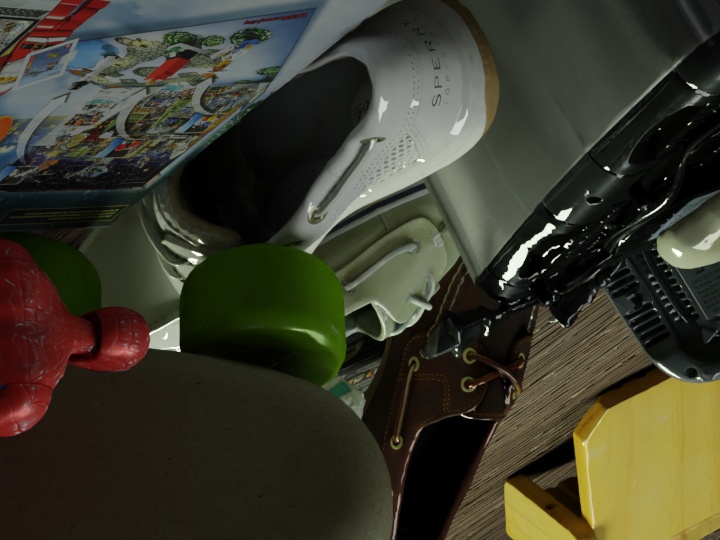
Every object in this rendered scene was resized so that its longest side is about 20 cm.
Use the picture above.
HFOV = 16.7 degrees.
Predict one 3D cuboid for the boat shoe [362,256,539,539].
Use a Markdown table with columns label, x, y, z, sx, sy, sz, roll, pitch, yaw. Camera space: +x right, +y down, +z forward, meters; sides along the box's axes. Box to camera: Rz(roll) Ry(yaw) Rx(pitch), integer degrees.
| label | x | y | z | sx | sy | sz | roll | pitch | yaw |
| --- | --- | --- | --- | --- | --- | --- | --- | --- | --- |
| boat shoe | 0.044 | 0.050 | 1.104 | 0.070 | 0.070 | 0.201 | 6 | 116 | -35 |

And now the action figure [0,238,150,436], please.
| label | x | y | z | sx | sy | sz | roll | pitch | yaw |
| --- | --- | --- | --- | --- | --- | --- | --- | --- | --- |
| action figure | -0.157 | 0.023 | 0.687 | 0.198 | 0.066 | 0.052 | -2 | 158 | -15 |

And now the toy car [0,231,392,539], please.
| label | x | y | z | sx | sy | sz | roll | pitch | yaw |
| --- | --- | --- | --- | --- | --- | --- | --- | --- | --- |
| toy car | -0.077 | 0.111 | 0.806 | 0.156 | 0.165 | 0.201 | 3 | 147 | -7 |

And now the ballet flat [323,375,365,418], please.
| label | x | y | z | sx | sy | sz | roll | pitch | yaw |
| --- | --- | --- | --- | --- | --- | --- | --- | --- | --- |
| ballet flat | -0.064 | 0.109 | 1.096 | 0.200 | 0.072 | 0.072 | -40 | 162 | 35 |

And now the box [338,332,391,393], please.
| label | x | y | z | sx | sy | sz | roll | pitch | yaw |
| --- | --- | --- | --- | --- | --- | --- | --- | --- | --- |
| box | -0.057 | 0.068 | 1.179 | 0.199 | 0.044 | 0.160 | -24 | 165 | -20 |

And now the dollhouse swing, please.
| label | x | y | z | sx | sy | sz | roll | pitch | yaw |
| --- | --- | --- | --- | --- | --- | --- | --- | --- | --- |
| dollhouse swing | 0.214 | 0.122 | 1.899 | 0.199 | 0.177 | 0.182 | -25 | -153 | -17 |

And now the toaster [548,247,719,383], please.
| label | x | y | z | sx | sy | sz | roll | pitch | yaw |
| --- | --- | --- | --- | --- | --- | --- | --- | --- | --- |
| toaster | 0.180 | -0.037 | 1.073 | 0.199 | 0.114 | 0.129 | -30 | -167 | 23 |

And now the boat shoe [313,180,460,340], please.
| label | x | y | z | sx | sy | sz | roll | pitch | yaw |
| --- | --- | --- | --- | --- | --- | --- | --- | --- | --- |
| boat shoe | 0.000 | 0.000 | 1.017 | 0.199 | 0.062 | 0.072 | -26 | 166 | -16 |

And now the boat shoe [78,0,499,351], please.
| label | x | y | z | sx | sy | sz | roll | pitch | yaw |
| --- | --- | --- | --- | --- | --- | --- | --- | --- | --- |
| boat shoe | -0.045 | -0.029 | 0.811 | 0.069 | 0.071 | 0.200 | -12 | 161 | -49 |

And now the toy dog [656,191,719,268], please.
| label | x | y | z | sx | sy | sz | roll | pitch | yaw |
| --- | --- | --- | --- | --- | --- | --- | --- | --- | --- |
| toy dog | 0.218 | 0.030 | 0.780 | 0.193 | 0.201 | 0.140 | -16 | 161 | -41 |

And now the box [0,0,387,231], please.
| label | x | y | z | sx | sy | sz | roll | pitch | yaw |
| --- | --- | --- | --- | --- | --- | --- | --- | --- | --- |
| box | -0.093 | -0.061 | 0.682 | 0.136 | 0.038 | 0.199 | -36 | 164 | 27 |

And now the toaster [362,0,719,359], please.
| label | x | y | z | sx | sy | sz | roll | pitch | yaw |
| --- | --- | --- | --- | --- | --- | --- | --- | --- | --- |
| toaster | 0.109 | -0.084 | 0.824 | 0.199 | 0.119 | 0.181 | -20 | 163 | -33 |
